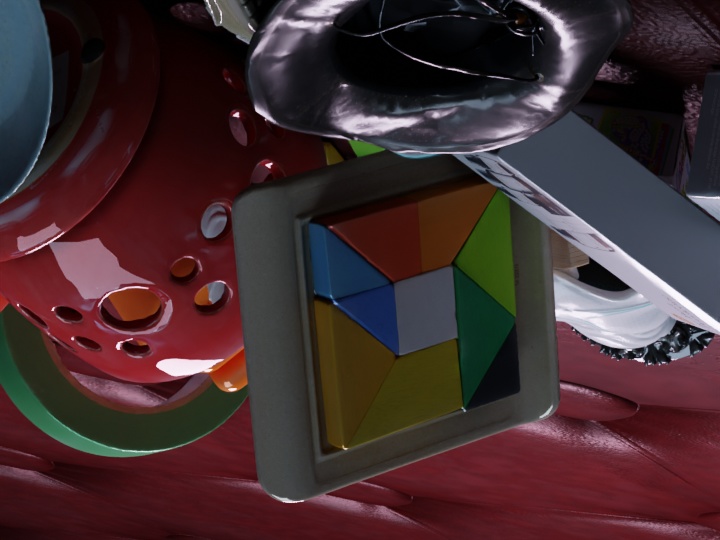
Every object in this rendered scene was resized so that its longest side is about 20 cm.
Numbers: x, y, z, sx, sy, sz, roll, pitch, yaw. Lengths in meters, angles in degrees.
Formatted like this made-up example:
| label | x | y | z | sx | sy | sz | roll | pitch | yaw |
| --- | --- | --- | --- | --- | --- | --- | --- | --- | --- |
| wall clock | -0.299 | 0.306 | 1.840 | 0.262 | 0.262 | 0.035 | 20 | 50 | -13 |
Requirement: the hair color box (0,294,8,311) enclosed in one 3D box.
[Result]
| label | x | y | z | sx | sy | sz | roll | pitch | yaw |
| --- | --- | --- | --- | --- | --- | --- | --- | --- | --- |
| hair color box | -0.301 | -0.048 | 1.743 | 0.111 | 0.064 | 0.200 | 30 | -159 | -44 |

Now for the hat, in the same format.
| label | x | y | z | sx | sy | sz | roll | pitch | yaw |
| --- | --- | --- | --- | --- | --- | --- | --- | --- | --- |
| hat | 0.033 | -0.136 | 1.365 | 0.200 | 0.081 | 0.201 | -5 | 154 | -2 |

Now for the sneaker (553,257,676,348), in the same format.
| label | x | y | z | sx | sy | sz | roll | pitch | yaw |
| --- | --- | --- | --- | --- | --- | --- | --- | --- | --- |
| sneaker | 0.101 | -0.002 | 1.724 | 0.199 | 0.071 | 0.080 | 4 | 158 | 2 |

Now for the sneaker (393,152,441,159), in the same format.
| label | x | y | z | sx | sy | sz | roll | pitch | yaw |
| --- | --- | --- | --- | --- | --- | --- | --- | --- | --- |
| sneaker | 0.015 | -0.098 | 1.528 | 0.071 | 0.080 | 0.200 | 16 | 166 | -19 |

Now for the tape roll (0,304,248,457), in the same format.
| label | x | y | z | sx | sy | sz | roll | pitch | yaw |
| --- | --- | --- | --- | --- | --- | --- | --- | --- | --- |
| tape roll | -0.161 | 0.028 | 1.925 | 0.200 | 0.201 | 0.048 | 17 | 165 | -22 |

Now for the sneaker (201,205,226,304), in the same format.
| label | x | y | z | sx | sy | sz | roll | pitch | yaw |
| --- | --- | --- | --- | --- | --- | --- | --- | --- | --- |
| sneaker | 0.000 | 0.000 | 1.680 | 0.199 | 0.100 | 0.078 | -5 | 170 | 3 |

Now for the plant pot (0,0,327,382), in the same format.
| label | x | y | z | sx | sy | sz | roll | pitch | yaw |
| --- | --- | --- | --- | --- | --- | --- | --- | --- | --- |
| plant pot | -0.146 | -0.061 | 1.591 | 0.200 | 0.201 | 0.182 | 0 | 153 | 38 |

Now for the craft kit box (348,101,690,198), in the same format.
| label | x | y | z | sx | sy | sz | roll | pitch | yaw |
| --- | --- | --- | --- | --- | --- | --- | --- | --- | --- |
| craft kit box | 0.105 | -0.058 | 1.702 | 0.199 | 0.049 | 0.198 | 8 | 163 | 13 |

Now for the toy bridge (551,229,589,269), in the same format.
| label | x | y | z | sx | sy | sz | roll | pitch | yaw |
| --- | --- | --- | --- | --- | --- | --- | --- | --- | --- |
| toy bridge | 0.046 | -0.018 | 1.613 | 0.199 | 0.068 | 0.027 | -12 | -168 | -32 |

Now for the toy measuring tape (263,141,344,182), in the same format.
| label | x | y | z | sx | sy | sz | roll | pitch | yaw |
| --- | --- | --- | --- | --- | --- | --- | --- | --- | --- |
| toy measuring tape | -0.041 | -0.051 | 1.790 | 0.073 | 0.074 | 0.200 | 7 | 166 | 17 |

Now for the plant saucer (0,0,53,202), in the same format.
| label | x | y | z | sx | sy | sz | roll | pitch | yaw |
| --- | --- | --- | --- | --- | --- | --- | --- | --- | --- |
| plant saucer | -0.230 | -0.128 | 1.483 | 0.200 | 0.202 | 0.039 | 1 | -161 | 37 |

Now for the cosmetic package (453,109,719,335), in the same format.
| label | x | y | z | sx | sy | sz | roll | pitch | yaw |
| --- | --- | --- | --- | --- | --- | --- | --- | --- | --- |
| cosmetic package | 0.140 | -0.034 | 1.553 | 0.200 | 0.051 | 0.083 | 35 | 176 | -26 |

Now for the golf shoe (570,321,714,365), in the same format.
| label | x | y | z | sx | sy | sz | roll | pitch | yaw |
| --- | --- | --- | --- | --- | --- | --- | --- | --- | --- |
| golf shoe | 0.164 | 0.007 | 1.850 | 0.199 | 0.078 | 0.094 | 14 | -154 | 38 |

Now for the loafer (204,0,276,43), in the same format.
| label | x | y | z | sx | sy | sz | roll | pitch | yaw |
| --- | --- | --- | --- | --- | --- | --- | --- | --- | --- |
| loafer | -0.050 | -0.148 | 1.398 | 0.068 | 0.076 | 0.200 | 23 | 167 | 27 |

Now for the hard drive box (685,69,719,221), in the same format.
| label | x | y | z | sx | sy | sz | roll | pitch | yaw |
| --- | --- | --- | --- | --- | --- | --- | --- | --- | --- |
| hard drive box | 0.302 | -0.049 | 1.504 | 0.199 | 0.077 | 0.156 | 2 | 164 | 35 |

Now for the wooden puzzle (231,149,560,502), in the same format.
| label | x | y | z | sx | sy | sz | roll | pitch | yaw |
| --- | --- | --- | --- | --- | --- | --- | --- | --- | --- |
| wooden puzzle | 0.027 | 0.023 | 1.567 | 0.199 | 0.186 | 0.037 | -15 | -160 | -29 |

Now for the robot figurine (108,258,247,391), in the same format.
| label | x | y | z | sx | sy | sz | roll | pitch | yaw |
| --- | --- | --- | --- | --- | --- | --- | --- | --- | --- |
| robot figurine | -0.117 | -0.018 | 1.783 | 0.143 | 0.200 | 0.117 | -8 | 140 | -39 |
